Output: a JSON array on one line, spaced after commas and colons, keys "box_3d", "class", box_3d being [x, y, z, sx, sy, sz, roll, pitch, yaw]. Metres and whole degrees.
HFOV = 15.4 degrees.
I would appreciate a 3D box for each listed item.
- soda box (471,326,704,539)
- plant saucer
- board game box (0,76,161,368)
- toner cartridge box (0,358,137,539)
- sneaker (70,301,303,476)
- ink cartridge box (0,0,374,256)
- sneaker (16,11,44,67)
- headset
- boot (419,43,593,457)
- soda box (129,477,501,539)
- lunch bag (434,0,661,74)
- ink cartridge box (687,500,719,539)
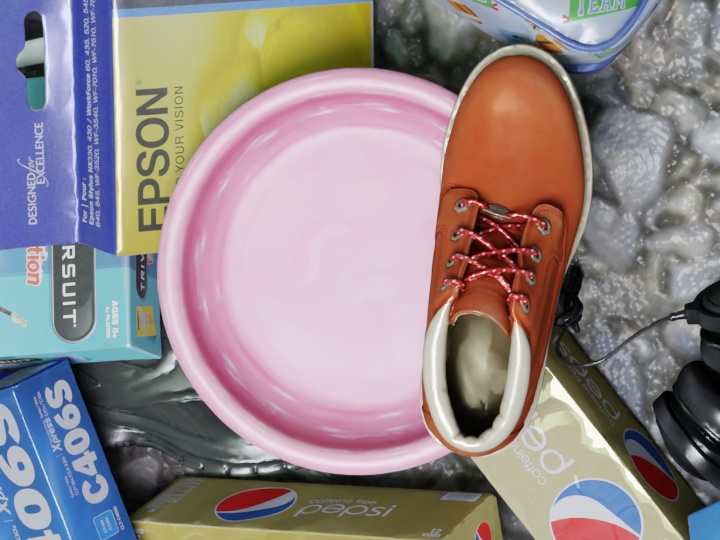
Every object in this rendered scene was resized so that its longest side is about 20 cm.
[{"box_3d": [0.108, 0.096, 1.392, 0.068, 0.064, 0.200, -38, 92, 21], "class": "soda box"}, {"box_3d": [0.000, 0.000, 1.330, 0.200, 0.051, 0.201, 0, 93, 5], "class": "plant saucer"}, {"box_3d": [-0.208, -0.023, 1.434, 0.199, 0.047, 0.152, -5, 79, 18], "class": "board game box"}, {"box_3d": [-0.163, 0.153, 1.427, 0.095, 0.043, 0.201, -14, 100, 48], "class": "toner cartridge box"}, {"box_3d": [-0.091, 0.059, 1.439, 0.199, 0.076, 0.091, 8, 98, 12], "class": "sneaker"}, {"box_3d": [-0.089, -0.109, 1.350, 0.199, 0.047, 0.198, -7, 107, -24], "class": "ink cartridge box"}, {"box_3d": [-0.200, -0.162, 1.417, 0.199, 0.073, 0.112, -10, 98, 10], "class": "sneaker"}, {"box_3d": [0.191, 0.047, 1.364, 0.199, 0.094, 0.124, 17, 110, -5], "class": "headset"}, {"box_3d": [0.067, -0.009, 1.247, 0.075, 0.107, 0.201, 7, 91, 6], "class": "boot"}, {"box_3d": [-0.025, 0.156, 1.415, 0.199, 0.064, 0.068, 1, 110, 31], "class": "soda box"}, {"box_3d": [0.084, -0.200, 1.302, 0.200, 0.076, 0.161, 32, 85, 5], "class": "lunch bag"}, {"box_3d": [0.285, 0.153, 1.319, 0.200, 0.084, 0.145, -28, 120, 21], "class": "ink cartridge box"}]
